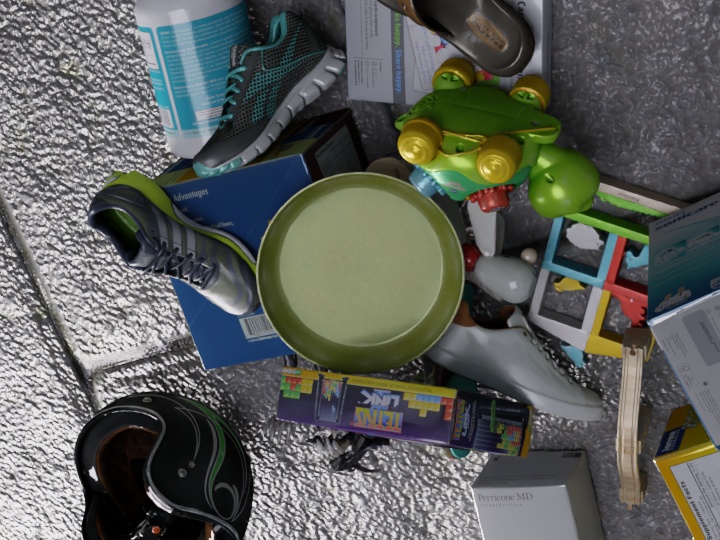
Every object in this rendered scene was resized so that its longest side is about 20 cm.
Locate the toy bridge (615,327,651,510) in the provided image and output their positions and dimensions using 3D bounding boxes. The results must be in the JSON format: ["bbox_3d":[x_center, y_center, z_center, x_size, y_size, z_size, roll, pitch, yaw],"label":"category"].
[{"bbox_3d":[0.272,0.159,1.690,0.027,0.067,0.202,6,122,17],"label":"toy bridge"}]

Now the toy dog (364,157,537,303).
[{"bbox_3d":[0.098,-0.060,1.662,0.199,0.132,0.097,36,90,-5],"label":"toy dog"}]

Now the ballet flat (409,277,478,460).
[{"bbox_3d":[0.083,0.096,1.760,0.071,0.069,0.202,12,114,37],"label":"ballet flat"}]

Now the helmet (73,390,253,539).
[{"bbox_3d":[-0.215,0.231,1.863,0.198,0.192,0.201,-6,136,-6],"label":"helmet"}]

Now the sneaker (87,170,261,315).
[{"bbox_3d":[-0.184,-0.015,1.643,0.199,0.081,0.074,33,122,6],"label":"sneaker"}]

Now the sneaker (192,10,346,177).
[{"bbox_3d":[-0.105,-0.172,1.630,0.091,0.200,0.077,50,151,-16],"label":"sneaker"}]

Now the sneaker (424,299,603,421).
[{"bbox_3d":[0.169,0.088,1.698,0.199,0.073,0.085,24,94,-16],"label":"sneaker"}]

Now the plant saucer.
[{"bbox_3d":[0.000,0.000,1.616,0.198,0.031,0.202,0,108,-1],"label":"plant saucer"}]

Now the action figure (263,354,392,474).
[{"bbox_3d":[-0.044,0.155,1.805,0.118,0.102,0.201,1,123,41],"label":"action figure"}]

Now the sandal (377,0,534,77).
[{"bbox_3d":[0.070,-0.246,1.557,0.200,0.055,0.082,42,117,12],"label":"sandal"}]

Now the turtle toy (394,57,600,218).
[{"bbox_3d":[0.125,-0.108,1.562,0.198,0.146,0.102,15,131,14],"label":"turtle toy"}]

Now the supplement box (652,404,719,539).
[{"bbox_3d":[0.402,0.175,1.635,0.199,0.110,0.109,-22,103,28],"label":"supplement box"}]

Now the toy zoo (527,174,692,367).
[{"bbox_3d":[0.243,0.008,1.675,0.130,0.020,0.202,19,119,13],"label":"toy zoo"}]

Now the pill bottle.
[{"bbox_3d":[-0.159,-0.221,1.682,0.110,0.111,0.202,-3,112,23],"label":"pill bottle"}]

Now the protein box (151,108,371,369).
[{"bbox_3d":[-0.086,-0.031,1.723,0.197,0.135,0.202,-12,108,26],"label":"protein box"}]

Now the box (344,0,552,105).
[{"bbox_3d":[0.083,-0.234,1.620,0.198,0.041,0.157,7,116,18],"label":"box"}]

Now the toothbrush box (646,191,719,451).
[{"bbox_3d":[0.327,0.041,1.539,0.085,0.200,0.147,-25,109,20],"label":"toothbrush box"}]

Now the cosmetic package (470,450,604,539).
[{"bbox_3d":[0.197,0.295,1.788,0.112,0.081,0.202,-7,111,26],"label":"cosmetic package"}]

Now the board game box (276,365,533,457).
[{"bbox_3d":[0.045,0.139,1.653,0.199,0.165,0.057,5,84,33],"label":"board game box"}]
